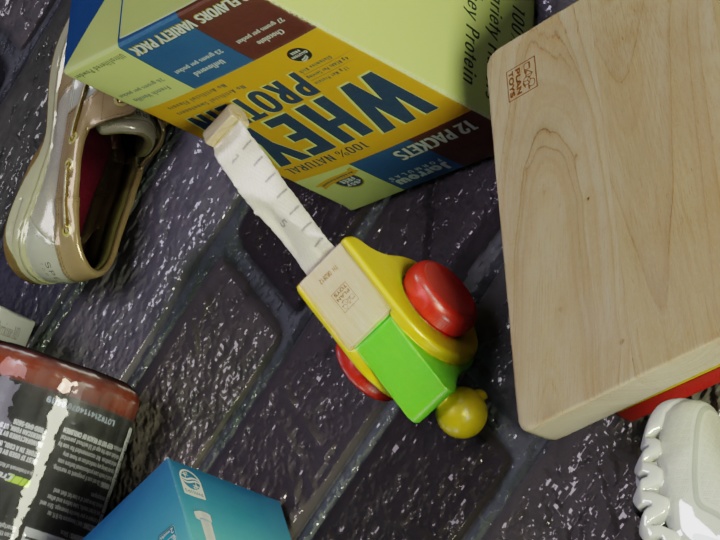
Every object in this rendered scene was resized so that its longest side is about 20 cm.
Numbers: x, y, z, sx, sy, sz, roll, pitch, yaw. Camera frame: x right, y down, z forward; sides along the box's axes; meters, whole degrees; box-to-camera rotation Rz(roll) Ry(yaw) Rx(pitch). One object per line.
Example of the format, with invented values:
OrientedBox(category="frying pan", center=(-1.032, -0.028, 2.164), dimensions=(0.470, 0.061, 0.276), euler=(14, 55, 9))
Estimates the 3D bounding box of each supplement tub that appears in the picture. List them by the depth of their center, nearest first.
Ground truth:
OrientedBox(category="supplement tub", center=(-0.202, 0.146, 1.349), dimensions=(0.107, 0.107, 0.201), euler=(10, 78, 51))

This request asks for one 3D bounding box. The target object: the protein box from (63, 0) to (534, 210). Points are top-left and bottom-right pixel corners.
OrientedBox(category="protein box", center=(-0.025, -0.169, 1.230), dimensions=(0.135, 0.199, 0.200), euler=(-20, 57, 42))

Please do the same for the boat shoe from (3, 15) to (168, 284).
OrientedBox(category="boat shoe", center=(-0.150, -0.084, 1.445), dimensions=(0.066, 0.074, 0.201), euler=(7, 78, 37))

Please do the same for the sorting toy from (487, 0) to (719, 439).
OrientedBox(category="sorting toy", center=(0.157, -0.043, 1.061), dimensions=(0.198, 0.069, 0.201), euler=(-29, 51, 37))

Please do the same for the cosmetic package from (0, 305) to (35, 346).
OrientedBox(category="cosmetic package", center=(-0.273, 0.104, 1.437), dimensions=(0.113, 0.081, 0.201), euler=(45, -113, -84))

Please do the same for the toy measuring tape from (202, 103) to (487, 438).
OrientedBox(category="toy measuring tape", center=(0.000, 0.000, 1.186), dimensions=(0.074, 0.073, 0.200), euler=(-44, 76, 25))

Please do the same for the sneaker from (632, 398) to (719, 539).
OrientedBox(category="sneaker", center=(0.165, 0.135, 0.970), dimensions=(0.081, 0.075, 0.201), euler=(-27, 53, 21))

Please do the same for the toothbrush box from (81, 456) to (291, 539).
OrientedBox(category="toothbrush box", center=(-0.090, 0.221, 1.199), dimensions=(0.146, 0.085, 0.201), euler=(-44, 43, 23))
